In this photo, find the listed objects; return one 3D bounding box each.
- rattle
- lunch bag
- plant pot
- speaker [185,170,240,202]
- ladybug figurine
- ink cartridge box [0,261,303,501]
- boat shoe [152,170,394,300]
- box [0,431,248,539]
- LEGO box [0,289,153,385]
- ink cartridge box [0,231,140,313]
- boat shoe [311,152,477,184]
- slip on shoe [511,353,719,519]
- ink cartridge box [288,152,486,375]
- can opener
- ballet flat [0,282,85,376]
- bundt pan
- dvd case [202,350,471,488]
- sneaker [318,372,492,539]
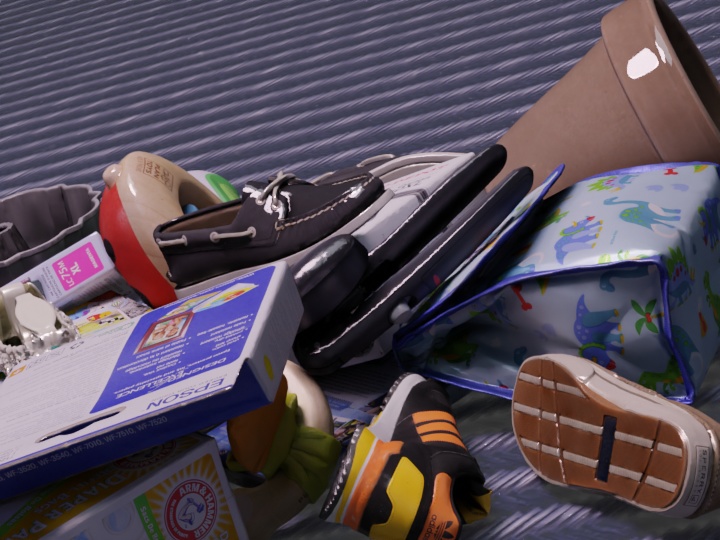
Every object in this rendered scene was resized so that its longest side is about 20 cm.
[{"bbox_3d":[-0.114,0.075,1.235,0.130,0.143,0.200,-50,55,8],"label":"rattle"},{"bbox_3d":[0.137,0.010,1.290,0.198,0.129,0.170,-7,20,28],"label":"lunch bag"},{"bbox_3d":[0.187,-0.077,1.425,0.174,0.201,0.201,-31,16,18],"label":"plant pot"},{"bbox_3d":[-0.124,-0.025,1.649,0.088,0.089,0.200,-20,21,-9],"label":"speaker"},{"bbox_3d":[-0.129,-0.006,1.480,0.072,0.200,0.136,-36,26,18],"label":"ladybug figurine"},{"bbox_3d":[-0.136,0.075,1.122,0.196,0.047,0.200,-20,18,13],"label":"ink cartridge box"},{"bbox_3d":[-0.063,-0.033,1.322,0.199,0.061,0.074,-20,12,43],"label":"boat shoe"},{"bbox_3d":[-0.169,0.179,1.126,0.199,0.113,0.101,-30,24,-33],"label":"box"},{"bbox_3d":[-0.226,0.101,1.420,0.199,0.078,0.149,-27,23,-24],"label":"LEGO box"},{"bbox_3d":[-0.270,0.044,1.529,0.199,0.042,0.119,-33,-12,-1],"label":"ink cartridge box"},{"bbox_3d":[0.029,-0.062,1.632,0.198,0.074,0.060,-17,20,22],"label":"boat shoe"},{"bbox_3d":[0.157,0.097,1.146,0.060,0.077,0.200,7,3,-27],"label":"slip on shoe"},{"bbox_3d":[0.000,0.000,1.432,0.144,0.084,0.200,-18,13,39],"label":"ink cartridge box"},{"bbox_3d":[0.032,-0.007,1.257,0.199,0.079,0.064,-35,65,-9],"label":"can opener"},{"bbox_3d":[-0.228,0.042,1.369,0.071,0.072,0.200,-24,21,-18],"label":"ballet flat"},{"bbox_3d":[-0.316,-0.003,1.763,0.200,0.076,0.202,-16,20,6],"label":"bundt pan"},{"bbox_3d":[-0.011,0.094,1.350,0.199,0.018,0.142,-31,23,-30],"label":"dvd case"},{"bbox_3d":[0.040,0.124,1.186,0.089,0.070,0.200,26,15,8],"label":"sneaker"}]
